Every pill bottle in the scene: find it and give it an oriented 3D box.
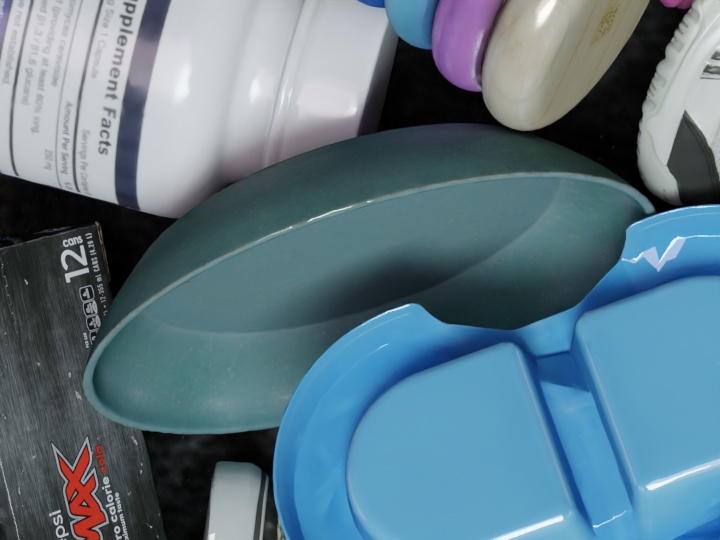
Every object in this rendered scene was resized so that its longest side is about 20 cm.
[{"bbox_3d":[-0.090,-0.082,0.818,0.199,0.111,0.112,15,105,3],"label":"pill bottle"}]

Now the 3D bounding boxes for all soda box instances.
[{"bbox_3d":[-0.114,0.089,0.838,0.063,0.071,0.201,-9,96,43],"label":"soda box"}]

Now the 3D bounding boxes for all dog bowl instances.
[{"bbox_3d":[0.072,0.055,0.775,0.199,0.050,0.112,-20,62,3],"label":"dog bowl"}]

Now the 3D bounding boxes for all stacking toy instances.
[{"bbox_3d":[-0.002,-0.131,0.766,0.200,0.085,0.086,35,106,16],"label":"stacking toy"}]

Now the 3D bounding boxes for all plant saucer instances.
[{"bbox_3d":[0.000,0.000,0.802,0.199,0.200,0.036,-22,70,12],"label":"plant saucer"}]

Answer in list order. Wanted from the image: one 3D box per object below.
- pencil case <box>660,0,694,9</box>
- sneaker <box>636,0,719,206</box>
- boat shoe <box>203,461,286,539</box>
[{"bbox_3d":[0.060,-0.181,0.789,0.200,0.091,0.094,39,99,-5],"label":"pencil case"},{"bbox_3d":[0.165,-0.090,0.764,0.088,0.076,0.201,37,114,11],"label":"sneaker"},{"bbox_3d":[-0.024,0.161,0.893,0.063,0.071,0.201,-2,115,3],"label":"boat shoe"}]
